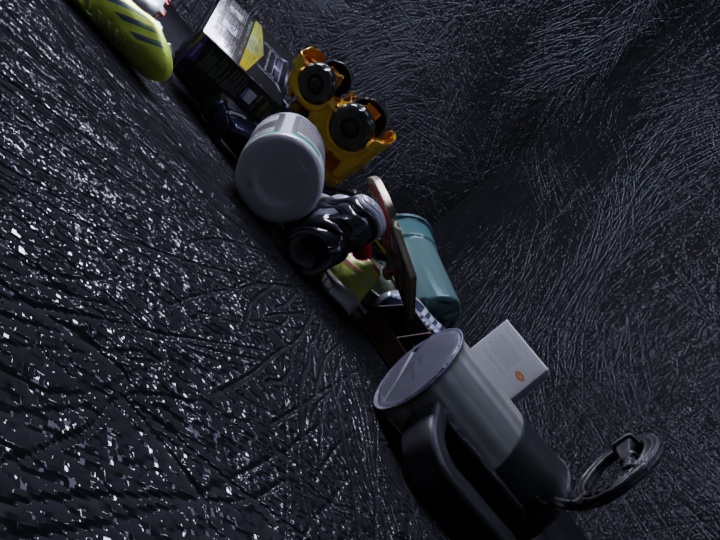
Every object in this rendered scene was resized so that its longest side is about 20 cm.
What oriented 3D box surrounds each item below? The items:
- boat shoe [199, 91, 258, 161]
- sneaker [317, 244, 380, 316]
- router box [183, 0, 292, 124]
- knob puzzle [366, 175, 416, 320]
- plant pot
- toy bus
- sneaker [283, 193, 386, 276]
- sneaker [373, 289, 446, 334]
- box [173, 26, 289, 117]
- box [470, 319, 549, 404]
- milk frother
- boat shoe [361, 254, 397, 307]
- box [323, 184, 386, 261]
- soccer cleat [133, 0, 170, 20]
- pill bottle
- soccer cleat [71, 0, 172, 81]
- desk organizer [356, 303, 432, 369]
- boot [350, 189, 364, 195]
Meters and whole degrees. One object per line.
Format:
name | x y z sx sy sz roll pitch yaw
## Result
boat shoe | -0.175 -0.194 0.948 0.199 0.074 0.093 33 24 -54
sneaker | -0.023 -0.015 0.866 0.078 0.090 0.200 46 5 -35
router box | -0.191 -0.349 0.956 0.157 0.052 0.202 40 30 -29
knob puzzle | 0.035 -0.045 0.843 0.220 0.030 0.223 163 -89 -88
plant pot | 0.091 0.030 1.138 0.200 0.199 0.197 46 14 -50
toy bus | -0.067 -0.238 0.985 0.200 0.191 0.136 48 26 -6
sneaker | -0.067 -0.051 0.789 0.198 0.113 0.076 2 -59 47
sneaker | 0.110 0.112 0.985 0.199 0.070 0.109 37 10 -33
box | -0.256 -0.374 1.151 0.200 0.123 0.199 47 6 -30
box | 0.254 0.215 1.156 0.125 0.199 0.097 53 5 24
milk frother | 0.145 0.148 0.564 0.189 0.199 0.181 50 8 -9
boat shoe | 0.000 0.000 0.992 0.199 0.072 0.062 38 -18 -11
box | -0.039 -0.088 1.014 0.198 0.050 0.160 20 -13 32
soccer cleat | -0.425 -0.542 1.164 0.078 0.069 0.201 45 10 -33
pill bottle | -0.103 -0.151 0.803 0.113 0.112 0.201 49 14 -21
soccer cleat | -0.293 -0.298 0.666 0.201 0.064 0.084 55 33 -9
desk organizer | 0.084 0.130 0.873 0.201 0.077 0.072 54 5 35
boot | -0.058 -0.139 1.208 0.078 0.138 0.200 54 6 38
